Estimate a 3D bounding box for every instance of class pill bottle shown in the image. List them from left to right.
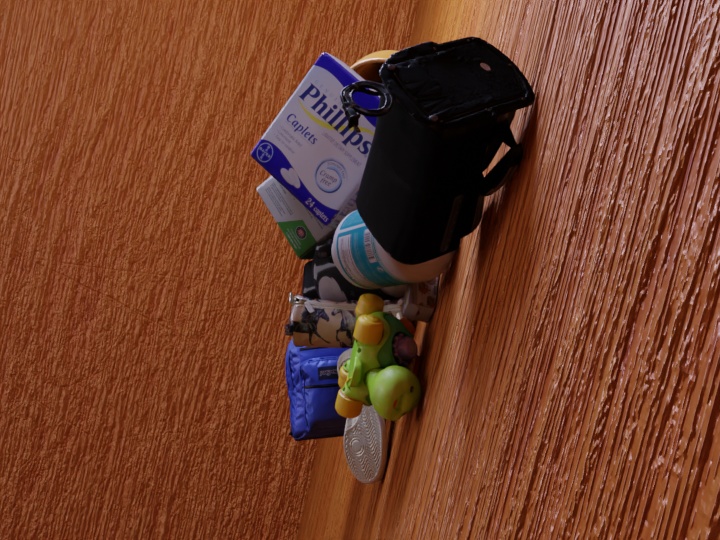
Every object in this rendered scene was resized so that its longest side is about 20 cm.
[{"bbox_3d":[0.033,-0.034,1.184,0.199,0.109,0.113,-9,66,63],"label":"pill bottle"}]

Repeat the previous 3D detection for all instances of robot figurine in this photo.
[{"bbox_3d":[0.001,-0.001,1.453,0.150,0.198,0.127,-18,-91,-63],"label":"robot figurine"}]

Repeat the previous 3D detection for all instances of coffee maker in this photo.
[{"bbox_3d":[0.056,-0.116,0.908,0.201,0.189,0.136,104,161,-49],"label":"coffee maker"}]

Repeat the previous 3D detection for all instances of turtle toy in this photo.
[{"bbox_3d":[0.029,0.129,1.194,0.200,0.100,0.148,-87,11,-70],"label":"turtle toy"}]

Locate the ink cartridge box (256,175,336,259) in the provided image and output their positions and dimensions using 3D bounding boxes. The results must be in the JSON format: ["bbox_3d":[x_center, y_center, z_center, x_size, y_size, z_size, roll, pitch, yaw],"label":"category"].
[{"bbox_3d":[-0.050,-0.135,1.494,0.199,0.148,0.083,-36,-12,18],"label":"ink cartridge box"}]

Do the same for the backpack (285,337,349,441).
[{"bbox_3d":[-0.053,0.197,1.627,0.168,0.160,0.203,127,139,-74],"label":"backpack"}]

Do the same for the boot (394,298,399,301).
[{"bbox_3d":[0.035,-0.001,1.606,0.200,0.106,0.076,-90,17,-68],"label":"boot"}]

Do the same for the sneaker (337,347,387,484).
[{"bbox_3d":[0.018,0.219,1.367,0.084,0.074,0.203,14,-111,-60],"label":"sneaker"}]

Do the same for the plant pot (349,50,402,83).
[{"bbox_3d":[0.072,-0.299,1.567,0.184,0.198,0.202,-55,-16,-53],"label":"plant pot"}]

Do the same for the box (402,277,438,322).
[{"bbox_3d":[0.091,-0.023,1.255,0.042,0.038,0.202,112,171,-56],"label":"box"}]

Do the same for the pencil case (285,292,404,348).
[{"bbox_3d":[-0.015,0.079,1.388,0.090,0.197,0.079,80,-166,-53],"label":"pencil case"}]

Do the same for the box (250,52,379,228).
[{"bbox_3d":[-0.036,-0.196,1.387,0.201,0.184,0.105,-52,-19,12],"label":"box"}]
